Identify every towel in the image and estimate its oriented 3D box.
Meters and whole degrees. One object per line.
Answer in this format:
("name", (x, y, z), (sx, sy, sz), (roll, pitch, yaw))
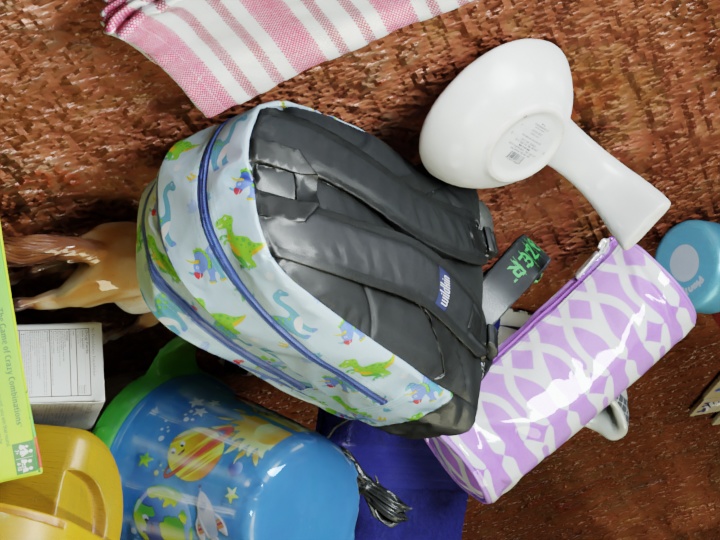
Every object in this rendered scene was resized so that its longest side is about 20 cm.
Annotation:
("towel", (0.019, 0.110, 1.806), (0.049, 0.201, 0.147), (15, -175, 41))
("towel", (-0.015, -0.140, 1.371), (0.199, 0.030, 0.146), (-23, 158, 13))

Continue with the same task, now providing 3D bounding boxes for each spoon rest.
("spoon rest", (0.102, -0.072, 1.580), (0.099, 0.061, 0.200), (-46, 142, 10))

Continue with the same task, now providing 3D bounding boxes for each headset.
("headset", (0.050, 0.066, 1.677), (0.200, 0.094, 0.124), (-46, 179, 26))

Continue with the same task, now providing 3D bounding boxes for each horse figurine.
("horse figurine", (-0.144, 0.004, 1.593), (0.132, 0.050, 0.200), (-19, 162, 26))

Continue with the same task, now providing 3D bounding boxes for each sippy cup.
("sippy cup", (-0.075, 0.134, 1.641), (0.130, 0.140, 0.178), (11, 139, 42))

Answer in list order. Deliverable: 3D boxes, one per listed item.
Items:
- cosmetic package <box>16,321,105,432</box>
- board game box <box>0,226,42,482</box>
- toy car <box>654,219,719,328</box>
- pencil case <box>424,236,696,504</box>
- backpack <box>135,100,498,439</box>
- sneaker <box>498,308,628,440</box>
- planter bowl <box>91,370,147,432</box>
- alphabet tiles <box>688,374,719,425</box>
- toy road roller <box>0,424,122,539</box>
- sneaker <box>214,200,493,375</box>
("cosmetic package", (-0.198, 0.071, 1.641), (0.082, 0.051, 0.200), (1, 168, -10))
("board game box", (-0.233, 0.028, 1.461), (0.101, 0.048, 0.201), (-13, 127, -11))
("toy car", (0.324, 0.046, 1.828), (0.184, 0.201, 0.177), (7, 148, -46))
("pencil case", (0.124, 0.060, 1.776), (0.200, 0.086, 0.084), (-42, -157, -13))
("backpack", (-0.027, -0.008, 1.519), (0.153, 0.164, 0.200), (-10, 155, 24))
("sneaker", (0.103, 0.077, 1.904), (0.199, 0.081, 0.076), (0, 154, -33))
("planter bowl", (-0.135, 0.152, 1.794), (0.199, 0.201, 0.135), (-12, 132, -12))
("alphabet tiles", (0.364, 0.078, 2.191), (0.199, 0.006, 0.167), (-9, 156, -20))
("toy road roller", (-0.177, 0.171, 1.590), (0.122, 0.147, 0.200), (4, 163, 26))
("sneaker", (0.000, 0.000, 1.682), (0.199, 0.074, 0.080), (-25, 172, 30))
